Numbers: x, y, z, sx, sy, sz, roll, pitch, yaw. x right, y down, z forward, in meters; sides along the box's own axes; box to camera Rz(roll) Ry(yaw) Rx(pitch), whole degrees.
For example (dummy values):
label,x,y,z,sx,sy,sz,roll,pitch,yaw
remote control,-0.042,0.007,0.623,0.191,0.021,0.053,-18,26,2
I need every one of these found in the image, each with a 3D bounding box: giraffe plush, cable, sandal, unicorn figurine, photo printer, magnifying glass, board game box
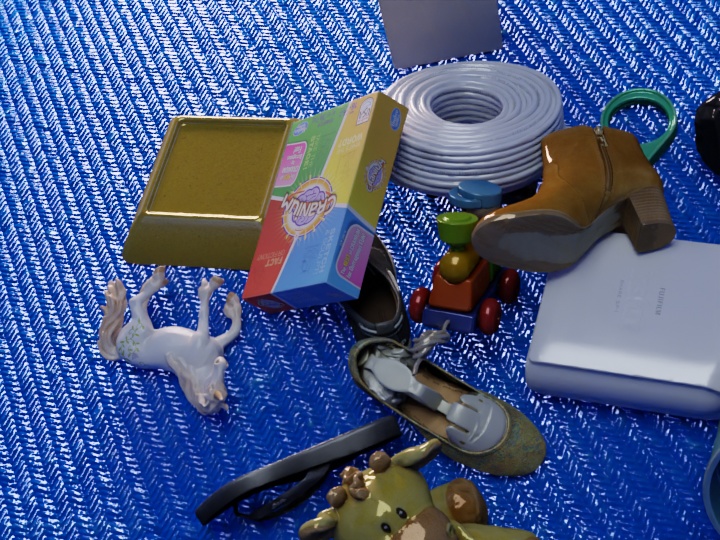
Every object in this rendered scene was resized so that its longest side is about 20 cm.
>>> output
label,x,y,z,sx,sy,sz,roll,pitch,yaw
giraffe plush,0.038,0.215,1.011,0.199,0.163,0.173,19,61,24
cable,0.111,-0.146,1.285,0.199,0.070,0.200,24,44,34
sandal,-0.053,0.186,1.118,0.199,0.076,0.043,-23,79,-2
unicorn figurine,-0.174,0.070,1.235,0.198,0.074,0.139,1,63,32
photo printer,0.262,0.047,1.138,0.198,0.070,0.167,8,57,19
magnifying glass,0.275,-0.108,1.278,0.079,0.022,0.201,6,57,18
board game box,-0.036,-0.064,1.232,0.152,0.040,0.202,-12,58,53

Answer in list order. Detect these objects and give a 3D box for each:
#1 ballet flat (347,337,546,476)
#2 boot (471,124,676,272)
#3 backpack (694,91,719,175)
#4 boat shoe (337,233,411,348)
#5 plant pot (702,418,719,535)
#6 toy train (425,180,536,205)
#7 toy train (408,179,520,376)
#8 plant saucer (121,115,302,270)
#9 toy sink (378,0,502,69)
label,x,y,z,sx,sy,sz,roll,pitch,yaw
ballet flat,0.072,0.119,1.116,0.199,0.071,0.071,30,66,19
boot,0.183,-0.074,1.163,0.199,0.071,0.145,-4,44,-12
backpack,0.442,-0.151,1.203,0.199,0.127,0.167,-28,50,-12
boat shoe,0.000,0.000,1.239,0.071,0.068,0.201,-22,51,-1
plant pot,0.379,0.113,0.994,0.198,0.201,0.189,5,42,17
toy train,0.149,-0.086,1.285,0.198,0.034,0.046,11,55,21
toy train,0.086,0.001,1.140,0.084,0.117,0.200,8,25,19
plant saucer,-0.149,-0.097,1.357,0.198,0.049,0.201,3,56,16
toy sink,0.078,-0.340,1.382,0.129,0.201,0.113,-11,53,7
